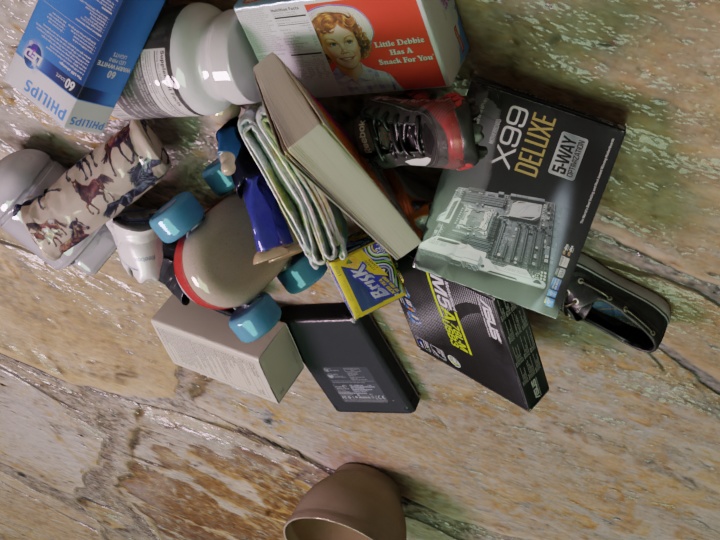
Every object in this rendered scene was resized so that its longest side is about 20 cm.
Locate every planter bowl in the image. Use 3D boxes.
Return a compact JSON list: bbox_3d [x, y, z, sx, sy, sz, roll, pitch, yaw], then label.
[{"bbox_3d":[-0.009,0.402,1.686,0.199,0.135,0.201,15,141,13],"label":"planter bowl"}]

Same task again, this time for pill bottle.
[{"bbox_3d":[-0.194,-0.219,1.086,0.199,0.117,0.117,1,136,27],"label":"pill bottle"}]

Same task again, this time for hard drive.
[{"bbox_3d":[-0.017,0.126,1.452,0.139,0.033,0.201,-3,134,33],"label":"hard drive"}]

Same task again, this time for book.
[{"bbox_3d":[-0.020,-0.112,1.016,0.048,0.134,0.200,-36,136,11],"label":"book"}]

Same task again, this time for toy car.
[{"bbox_3d":[-0.178,-0.022,1.277,0.185,0.177,0.199,53,148,-16],"label":"toy car"}]

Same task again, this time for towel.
[{"bbox_3d":[-0.068,-0.098,1.088,0.048,0.200,0.172,-27,103,3],"label":"towel"}]

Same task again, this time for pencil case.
[{"bbox_3d":[-0.315,-0.103,1.238,0.200,0.090,0.078,-37,151,6],"label":"pencil case"}]

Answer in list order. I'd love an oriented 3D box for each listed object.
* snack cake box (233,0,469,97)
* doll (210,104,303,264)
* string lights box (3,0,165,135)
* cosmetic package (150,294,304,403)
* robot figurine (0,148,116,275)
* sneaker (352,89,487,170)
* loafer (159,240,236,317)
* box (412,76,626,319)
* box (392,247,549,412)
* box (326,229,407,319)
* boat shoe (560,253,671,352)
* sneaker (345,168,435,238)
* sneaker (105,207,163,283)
[{"bbox_3d":[-0.008,-0.234,1.001,0.199,0.067,0.115,1,135,29],"label":"snack cake box"},{"bbox_3d":[-0.124,-0.109,1.157,0.048,0.136,0.201,-20,87,20],"label":"doll"},{"bbox_3d":[-0.265,-0.249,1.024,0.103,0.059,0.201,37,106,23],"label":"string lights box"},{"bbox_3d":[-0.188,0.104,1.464,0.199,0.073,0.104,16,144,29],"label":"cosmetic package"},{"bbox_3d":[-0.413,-0.081,1.371,0.200,0.113,0.169,41,174,-18],"label":"robot figurine"},{"bbox_3d":[0.048,-0.127,0.962,0.200,0.097,0.071,-143,41,-68],"label":"sneaker"},{"bbox_3d":[-0.234,0.010,1.411,0.199,0.071,0.068,21,142,7],"label":"loafer"},{"bbox_3d":[0.156,-0.073,1.033,0.157,0.050,0.201,20,109,7],"label":"box"},{"bbox_3d":[0.120,0.053,1.221,0.193,0.047,0.201,31,153,43],"label":"box"},{"bbox_3d":[0.000,0.000,1.160,0.200,0.064,0.070,-140,24,-83],"label":"box"},{"bbox_3d":[0.254,0.029,1.167,0.199,0.057,0.069,24,143,3],"label":"boat shoe"},{"bbox_3d":[0.058,-0.067,1.158,0.199,0.092,0.076,32,102,23],"label":"sneaker"},{"bbox_3d":[-0.285,-0.034,1.314,0.074,0.200,0.088,-7,101,-11],"label":"sneaker"}]
